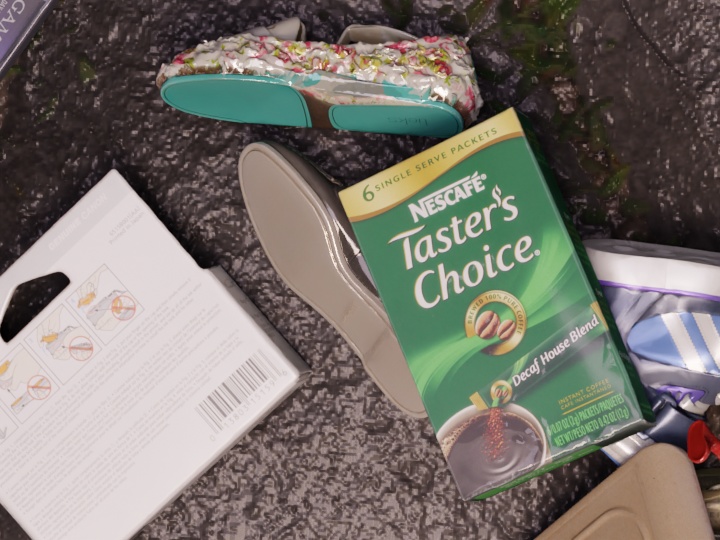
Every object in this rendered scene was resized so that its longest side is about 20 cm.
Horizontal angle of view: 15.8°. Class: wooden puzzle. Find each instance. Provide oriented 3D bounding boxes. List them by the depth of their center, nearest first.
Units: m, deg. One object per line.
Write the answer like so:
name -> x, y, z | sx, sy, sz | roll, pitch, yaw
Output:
wooden puzzle -> 0.146, 0.226, 1.498 | 0.200, 0.046, 0.186 | -42, 47, 37

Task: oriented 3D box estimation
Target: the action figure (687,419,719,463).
action figure -> 0.265, 0.154, 1.480 | 0.065, 0.052, 0.200 | -35, 117, 19

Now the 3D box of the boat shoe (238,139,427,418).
boat shoe -> 0.000, 0.000, 1.579 | 0.200, 0.057, 0.067 | 53, 136, 7

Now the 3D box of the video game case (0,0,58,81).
video game case -> -0.308, -0.177, 1.636 | 0.200, 0.019, 0.143 | 39, 99, 5

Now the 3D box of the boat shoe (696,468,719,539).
boat shoe -> 0.276, 0.142, 1.526 | 0.199, 0.063, 0.074 | -2, 93, 10

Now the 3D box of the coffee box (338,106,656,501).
coffee box -> 0.077, 0.020, 1.500 | 0.122, 0.044, 0.201 | -24, 77, 14

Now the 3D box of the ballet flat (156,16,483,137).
ballet flat -> -0.022, -0.120, 1.571 | 0.199, 0.076, 0.064 | 7, 64, 6

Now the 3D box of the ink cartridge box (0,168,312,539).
ink cartridge box -> -0.160, 0.066, 1.611 | 0.200, 0.044, 0.174 | -42, 85, 10

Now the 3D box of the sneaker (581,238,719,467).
sneaker -> 0.209, 0.067, 1.530 | 0.199, 0.081, 0.147 | 10, 101, 8
